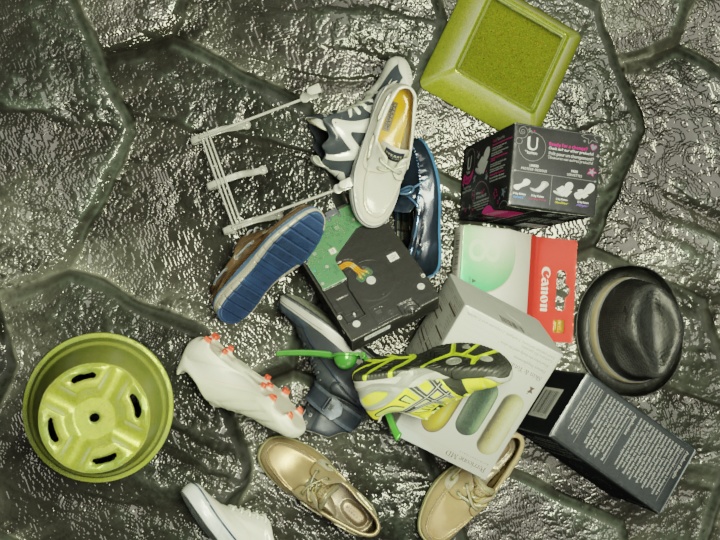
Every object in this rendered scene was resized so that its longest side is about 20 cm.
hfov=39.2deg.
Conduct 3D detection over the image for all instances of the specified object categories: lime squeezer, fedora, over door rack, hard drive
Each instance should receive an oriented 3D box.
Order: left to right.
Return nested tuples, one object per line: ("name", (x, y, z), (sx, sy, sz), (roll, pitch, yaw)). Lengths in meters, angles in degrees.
("over door rack", (-0.117, -0.148, 1.390), (0.199, 0.067, 0.148), (-20, 91, 11))
("lime squeezer", (-0.013, 0.137, 1.329), (0.200, 0.038, 0.071), (33, 100, 14))
("hard drive", (0.000, 0.000, 1.388), (0.139, 0.038, 0.200), (-27, 61, -15))
("fedora", (0.417, 0.090, 1.499), (0.200, 0.092, 0.201), (1, 86, -12))

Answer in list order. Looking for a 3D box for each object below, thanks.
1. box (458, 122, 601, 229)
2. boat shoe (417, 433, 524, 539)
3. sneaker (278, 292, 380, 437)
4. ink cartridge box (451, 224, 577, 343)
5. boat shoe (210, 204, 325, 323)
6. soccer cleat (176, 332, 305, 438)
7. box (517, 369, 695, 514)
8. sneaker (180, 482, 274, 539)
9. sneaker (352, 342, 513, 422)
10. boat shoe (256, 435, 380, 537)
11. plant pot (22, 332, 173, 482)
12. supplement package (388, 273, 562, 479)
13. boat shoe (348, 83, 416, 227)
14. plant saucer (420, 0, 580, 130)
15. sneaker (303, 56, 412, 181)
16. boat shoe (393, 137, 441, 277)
("box", (0.233, -0.128, 1.415), (0.132, 0.200, 0.115), (6, 87, -13))
("boat shoe", (0.158, 0.306, 1.434), (0.072, 0.065, 0.200), (44, 79, -7))
("sneaker", (-0.065, 0.138, 1.395), (0.202, 0.077, 0.146), (39, 98, 12))
("ink cartridge box", (0.231, 0.023, 1.485), (0.199, 0.050, 0.162), (5, 86, -11))
("boat shoe", (-0.134, -0.023, 1.369), (0.200, 0.072, 0.072), (-44, 137, 4))
("soccer cleat", (-0.160, 0.167, 1.365), (0.200, 0.069, 0.078), (38, 102, 12))
("box", (0.343, 0.239, 1.446), (0.200, 0.148, 0.107), (36, 80, -9))
("sneaker", (-0.161, 0.352, 1.371), (0.071, 0.073, 0.200), (-44, 106, -21))
("sneaker", (0.093, 0.142, 1.265), (0.199, 0.075, 0.077), (-7, 109, 16))
("boat shoe", (-0.054, 0.299, 1.394), (0.200, 0.065, 0.072), (40, 79, -8))
("plant pot", (-0.331, 0.179, 1.276), (0.200, 0.184, 0.201), (1, 86, -13))
("supplement package", (0.146, 0.141, 1.375), (0.151, 0.151, 0.200), (27, 102, -10))
("boat shoe", (0.037, -0.156, 1.370), (0.071, 0.070, 0.201), (15, 92, -17))
("plant saucer", (0.217, -0.318, 1.500), (0.200, 0.048, 0.200), (27, 81, -10))
("sneaker", (-0.011, -0.222, 1.425), (0.129, 0.079, 0.200), (18, 93, -20))
("boat shoe", (0.073, -0.089, 1.434), (0.068, 0.084, 0.201), (-6, 86, -27))
